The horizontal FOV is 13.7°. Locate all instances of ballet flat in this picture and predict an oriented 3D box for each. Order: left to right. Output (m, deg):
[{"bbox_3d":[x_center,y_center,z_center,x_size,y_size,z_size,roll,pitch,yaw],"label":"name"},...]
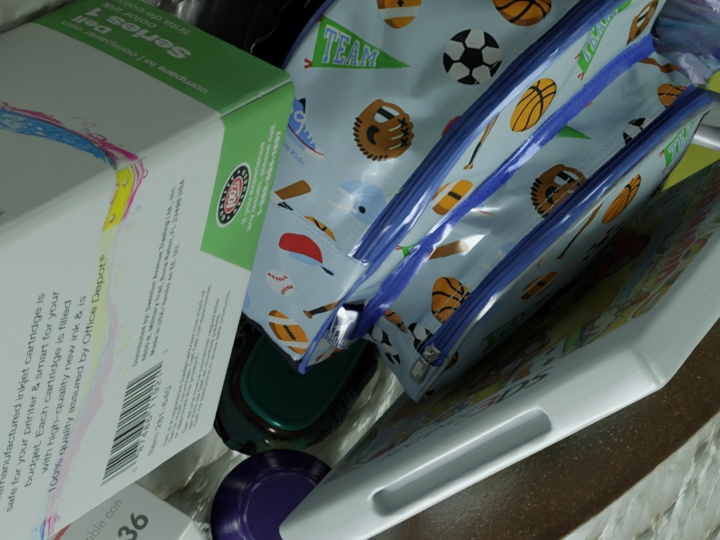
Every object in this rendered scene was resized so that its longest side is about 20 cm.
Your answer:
[{"bbox_3d":[0.000,0.000,1.248,0.200,0.074,0.074,-48,155,-28],"label":"ballet flat"}]

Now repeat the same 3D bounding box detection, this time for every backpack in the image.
[{"bbox_3d":[0.033,-0.059,1.075,0.200,0.154,0.191,-48,169,-32],"label":"backpack"}]

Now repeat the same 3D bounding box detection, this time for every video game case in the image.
[{"bbox_3d":[0.079,0.021,1.104,0.182,0.023,0.200,-31,-171,39],"label":"video game case"}]

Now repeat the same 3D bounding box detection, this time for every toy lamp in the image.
[{"bbox_3d":[-0.033,0.105,1.209,0.058,0.058,0.200,-58,177,-10],"label":"toy lamp"}]

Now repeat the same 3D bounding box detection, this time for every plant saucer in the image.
[{"bbox_3d":[0.069,0.060,1.137,0.200,0.037,0.200,-36,-174,4],"label":"plant saucer"}]

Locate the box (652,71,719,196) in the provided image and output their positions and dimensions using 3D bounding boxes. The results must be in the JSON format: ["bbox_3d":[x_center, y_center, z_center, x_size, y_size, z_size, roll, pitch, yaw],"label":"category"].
[{"bbox_3d":[0.165,-0.071,1.328,0.075,0.050,0.200,-165,-81,-82],"label":"box"}]

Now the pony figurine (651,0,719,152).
[{"bbox_3d":[0.190,-0.058,1.214,0.193,0.200,0.167,126,-15,-53],"label":"pony figurine"}]

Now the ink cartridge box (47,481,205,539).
[{"bbox_3d":[-0.109,0.144,1.148,0.117,0.067,0.200,-55,158,-15],"label":"ink cartridge box"}]

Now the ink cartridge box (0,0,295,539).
[{"bbox_3d":[-0.119,0.013,0.944,0.200,0.084,0.145,-32,144,-52],"label":"ink cartridge box"}]

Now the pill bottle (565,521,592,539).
[{"bbox_3d":[0.102,0.038,1.440,0.112,0.112,0.200,-10,124,-64],"label":"pill bottle"}]
